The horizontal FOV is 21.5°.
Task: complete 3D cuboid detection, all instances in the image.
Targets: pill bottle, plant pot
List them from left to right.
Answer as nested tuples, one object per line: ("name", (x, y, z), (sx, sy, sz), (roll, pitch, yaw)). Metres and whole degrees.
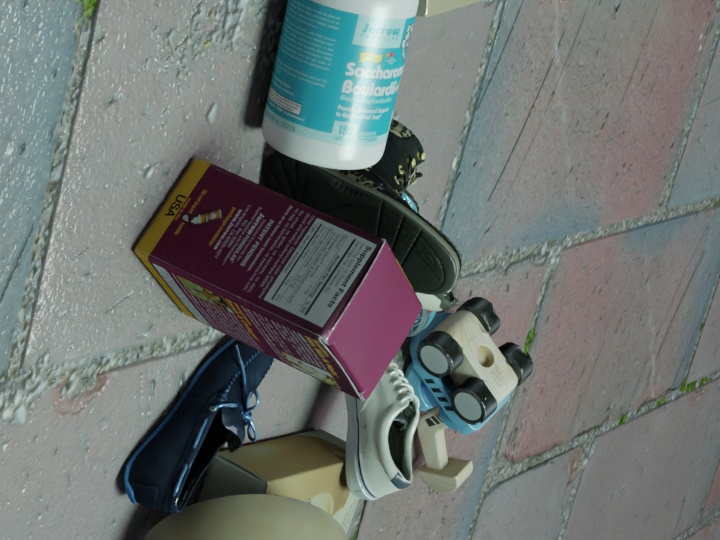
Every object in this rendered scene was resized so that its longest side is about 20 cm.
("plant pot", (-0.103, 0.317, 1.730), (0.201, 0.200, 0.135), (78, 3, -49))
("pill bottle", (-0.014, -0.196, 1.623), (0.111, 0.111, 0.201), (-20, 128, -55))

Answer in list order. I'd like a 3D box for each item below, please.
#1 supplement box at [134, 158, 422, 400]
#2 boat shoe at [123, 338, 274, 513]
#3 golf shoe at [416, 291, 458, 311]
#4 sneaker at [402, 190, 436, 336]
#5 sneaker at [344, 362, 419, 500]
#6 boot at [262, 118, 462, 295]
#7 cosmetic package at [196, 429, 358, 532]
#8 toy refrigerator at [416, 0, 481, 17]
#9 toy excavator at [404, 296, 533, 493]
("supplement box", (-0.068, 0.007, 1.589), (0.103, 0.200, 0.131), (-57, 153, -16))
("boat shoe", (-0.131, 0.145, 1.728), (0.200, 0.069, 0.084), (-55, 151, -22))
("golf shoe", (0.000, 0.000, 1.791), (0.200, 0.077, 0.088), (26, 112, -28))
("sneaker", (0.014, 0.000, 1.890), (0.095, 0.079, 0.200), (-41, 136, -24))
("sneaker", (0.026, 0.131, 1.920), (0.073, 0.071, 0.201), (22, 61, -56))
("boot", (0.031, -0.069, 1.716), (0.154, 0.203, 0.074), (-36, 153, -51))
("cosmetic package", (-0.079, 0.227, 1.885), (0.200, 0.071, 0.106), (-8, 118, -60))
("toy refrigerator", (0.088, -0.295, 1.779), (0.200, 0.070, 0.076), (-27, 127, -52))
("toy excavator", (0.101, 0.146, 2.130), (0.100, 0.200, 0.195), (-41, 100, -39))
